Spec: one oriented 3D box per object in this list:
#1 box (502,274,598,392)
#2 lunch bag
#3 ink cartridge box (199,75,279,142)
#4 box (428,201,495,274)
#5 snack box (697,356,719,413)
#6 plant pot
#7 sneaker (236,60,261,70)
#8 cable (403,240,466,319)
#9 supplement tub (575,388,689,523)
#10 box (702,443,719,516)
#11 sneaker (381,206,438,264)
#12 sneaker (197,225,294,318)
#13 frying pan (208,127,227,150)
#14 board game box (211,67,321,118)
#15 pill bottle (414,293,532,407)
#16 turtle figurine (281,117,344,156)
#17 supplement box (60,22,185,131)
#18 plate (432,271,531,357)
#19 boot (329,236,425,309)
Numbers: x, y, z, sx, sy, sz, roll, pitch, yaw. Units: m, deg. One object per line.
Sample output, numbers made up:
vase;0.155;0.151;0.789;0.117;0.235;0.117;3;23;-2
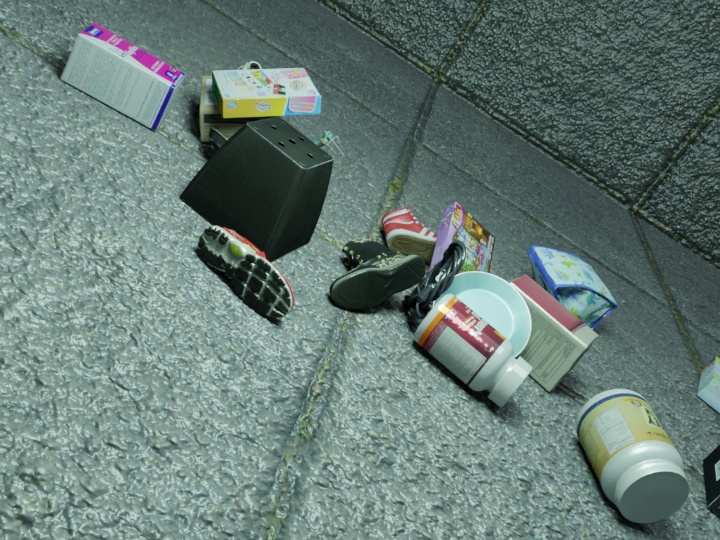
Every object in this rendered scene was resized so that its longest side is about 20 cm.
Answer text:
box;0.360;0.124;1.686;0.200;0.128;0.109;42;26;16
lunch bag;0.506;0.035;2.039;0.199;0.128;0.171;30;23;-33
ink cartridge box;-0.257;-0.344;1.751;0.163;0.076;0.201;-2;33;-9
box;0.221;-0.032;1.776;0.136;0.039;0.201;38;46;-23
snack box;0.975;0.328;2.169;0.168;0.068;0.200;40;27;12
plant pot;-0.164;-0.159;1.481;0.199;0.178;0.200;38;25;9
sneaker;-0.264;-0.466;2.011;0.074;0.100;0.201;22;26;-20
cable;0.140;0.011;1.557;0.051;0.164;0.200;33;6;0
supplement tub;0.473;0.322;1.447;0.143;0.145;0.201;24;26;-21
box;0.814;0.452;1.671;0.198;0.124;0.200;38;25;6
sneaker;0.134;-0.074;1.833;0.198;0.072;0.113;18;32;-28
sneaker;-0.169;-0.006;1.323;0.200;0.077;0.085;43;20;18
frying pan;-0.239;-0.212;1.651;0.190;0.031;0.115;50;-9;-37
board game box;-0.193;-0.363;1.683;0.198;0.041;0.154;-5;36;-16
pill bottle;0.201;0.143;1.472;0.199;0.110;0.109;39;25;12
turtle figurine;-0.141;-0.265;1.792;0.199;0.102;0.149;34;31;26
supplement box;-0.455;-0.373;1.595;0.198;0.104;0.102;27;26;-13
plate;0.233;0.095;1.604;0.197;0.026;0.202;4;59;-7
boot;0.001;0.001;1.532;0.202;0.074;0.153;-19;29;-31
